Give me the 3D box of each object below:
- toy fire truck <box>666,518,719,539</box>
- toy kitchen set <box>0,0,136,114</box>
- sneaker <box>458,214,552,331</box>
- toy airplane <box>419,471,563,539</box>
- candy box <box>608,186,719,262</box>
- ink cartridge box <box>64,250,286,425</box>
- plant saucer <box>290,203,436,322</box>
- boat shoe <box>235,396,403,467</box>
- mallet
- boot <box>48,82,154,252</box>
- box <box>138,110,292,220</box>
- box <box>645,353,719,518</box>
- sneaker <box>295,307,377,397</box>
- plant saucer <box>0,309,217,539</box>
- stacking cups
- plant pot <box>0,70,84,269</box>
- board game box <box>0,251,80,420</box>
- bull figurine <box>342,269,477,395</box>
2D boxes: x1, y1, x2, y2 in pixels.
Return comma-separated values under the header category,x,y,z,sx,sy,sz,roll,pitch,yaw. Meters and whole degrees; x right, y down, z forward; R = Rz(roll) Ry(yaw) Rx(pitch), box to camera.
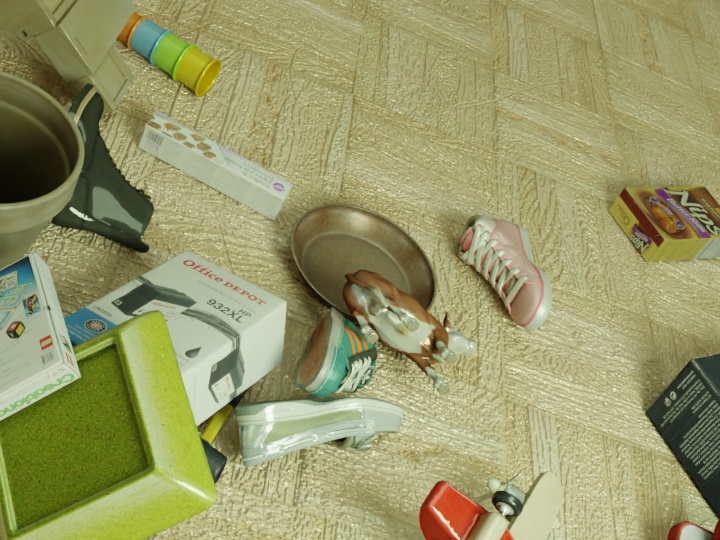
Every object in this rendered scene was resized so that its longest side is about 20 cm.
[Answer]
category,x,y,z,sx,sy,sz,roll,pitch,yaw
toy fire truck,0.422,0.372,1.180,0.198,0.112,0.169,26,58,-4
toy kitchen set,-0.406,-0.306,1.378,0.201,0.178,0.164,58,31,-32
sneaker,0.183,-0.003,1.428,0.103,0.076,0.201,19,34,-21
toy airplane,0.127,0.301,1.055,0.198,0.140,0.202,3,84,-41
candy box,0.508,-0.077,1.722,0.198,0.057,0.117,-3,49,-36
ink cartridge box,-0.190,0.075,1.081,0.144,0.085,0.199,25,36,25
plant saucer,0.000,0.000,1.342,0.198,0.037,0.202,18,41,-16
boat shoe,-0.040,0.167,1.121,0.200,0.074,0.066,4,79,-40
mallet,-0.150,0.141,1.109,0.065,0.041,0.201,25,35,-4
boot,-0.295,-0.115,1.258,0.137,0.077,0.202,21,54,-18
box,-0.184,-0.133,1.361,0.198,0.042,0.039,28,40,-3
box,0.510,0.212,1.378,0.195,0.118,0.201,-5,51,-36
sneaker,-0.017,0.097,1.161,0.079,0.072,0.200,35,12,-5
plant saucer,-0.245,0.147,0.928,0.198,0.048,0.201,-25,60,3
stacking cups,-0.287,-0.316,1.477,0.199,0.061,0.061,33,40,8
plant pot,-0.391,-0.075,1.068,0.198,0.174,0.202,17,42,-16
board game box,-0.353,0.083,0.945,0.198,0.035,0.127,-28,57,1
bull figurine,0.061,0.071,1.230,0.199,0.065,0.122,32,12,-26
